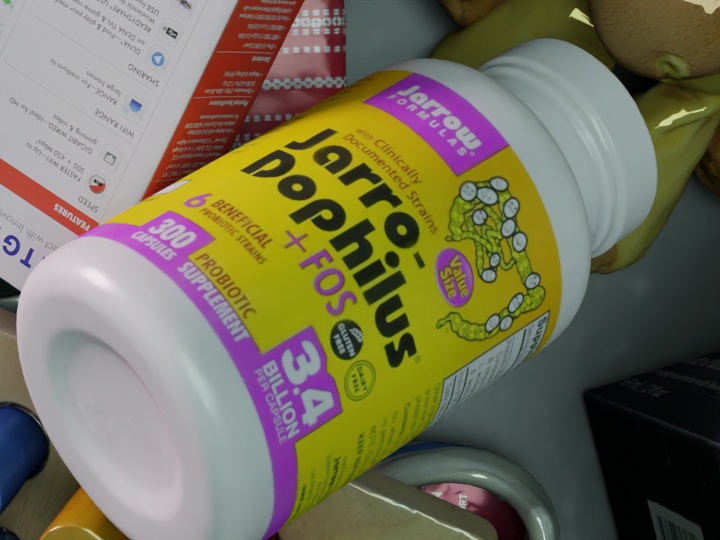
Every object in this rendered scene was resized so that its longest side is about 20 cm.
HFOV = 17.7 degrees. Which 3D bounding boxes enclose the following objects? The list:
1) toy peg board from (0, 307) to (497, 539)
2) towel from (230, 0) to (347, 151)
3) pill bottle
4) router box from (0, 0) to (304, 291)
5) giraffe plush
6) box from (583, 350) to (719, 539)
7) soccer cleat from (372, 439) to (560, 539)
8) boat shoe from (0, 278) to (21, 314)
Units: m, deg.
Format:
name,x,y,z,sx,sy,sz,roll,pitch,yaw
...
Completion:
name,x,y,z,sx,sy,sz,roll,pitch,yaw
toy peg board,-0.087,0.145,0.751,0.198,0.098,0.201,23,109,3
towel,-0.078,-0.123,0.824,0.144,0.022,0.201,-3,95,-10
pill bottle,0.000,0.000,0.714,0.200,0.104,0.105,-32,97,-32
router box,-0.118,-0.110,0.743,0.200,0.049,0.180,33,106,17
giraffe plush,0.124,-0.098,0.780,0.200,0.162,0.173,-39,97,-4
box,0.201,0.076,0.783,0.197,0.200,0.124,-15,94,-8
soccer cleat,-0.026,0.087,0.808,0.199,0.086,0.070,0,93,-7
boat shoe,-0.102,0.024,0.808,0.199,0.060,0.076,-23,102,8
